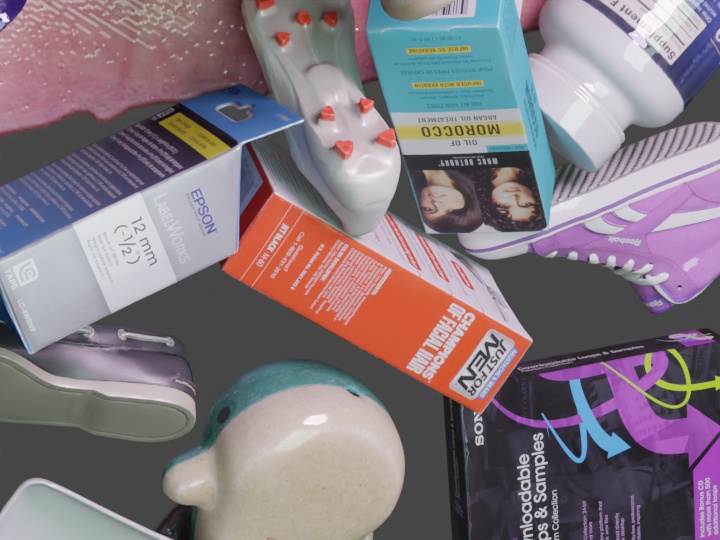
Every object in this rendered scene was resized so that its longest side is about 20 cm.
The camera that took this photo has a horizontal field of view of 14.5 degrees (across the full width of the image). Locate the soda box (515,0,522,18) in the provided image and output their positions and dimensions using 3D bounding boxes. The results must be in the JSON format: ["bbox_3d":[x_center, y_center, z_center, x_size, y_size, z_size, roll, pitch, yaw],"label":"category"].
[{"bbox_3d":[0.065,-0.217,1.750,0.068,0.063,0.201,3,101,-22],"label":"soda box"}]

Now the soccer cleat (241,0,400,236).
[{"bbox_3d":[-0.028,-0.110,1.694,0.069,0.200,0.078,-9,143,-16],"label":"soccer cleat"}]

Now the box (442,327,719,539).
[{"bbox_3d":[0.153,0.126,1.878,0.199,0.036,0.144,-10,105,-18],"label":"box"}]

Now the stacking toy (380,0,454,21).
[{"bbox_3d":[-0.004,-0.233,1.496,0.085,0.085,0.200,-40,108,-9],"label":"stacking toy"}]

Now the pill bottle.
[{"bbox_3d":[0.184,-0.162,1.783,0.200,0.111,0.111,-48,114,-5],"label":"pill bottle"}]

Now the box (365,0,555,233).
[{"bbox_3d":[0.062,-0.100,1.701,0.082,0.049,0.200,-1,144,13],"label":"box"}]

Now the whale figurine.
[{"bbox_3d":[-0.062,0.140,1.776,0.159,0.104,0.200,20,118,-32],"label":"whale figurine"}]

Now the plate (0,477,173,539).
[{"bbox_3d":[-0.167,0.223,1.741,0.199,0.032,0.200,26,119,-22],"label":"plate"}]

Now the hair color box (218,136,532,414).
[{"bbox_3d":[0.000,0.000,1.744,0.200,0.111,0.064,29,105,-24],"label":"hair color box"}]

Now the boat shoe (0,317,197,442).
[{"bbox_3d":[-0.195,0.053,1.725,0.199,0.073,0.063,14,54,-18],"label":"boat shoe"}]

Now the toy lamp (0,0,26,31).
[{"bbox_3d":[-0.274,-0.215,1.623,0.058,0.058,0.200,-41,113,-8],"label":"toy lamp"}]

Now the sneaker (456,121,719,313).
[{"bbox_3d":[0.161,-0.015,1.831,0.200,0.073,0.115,-16,112,-16],"label":"sneaker"}]

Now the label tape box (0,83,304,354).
[{"bbox_3d":[-0.132,-0.036,1.667,0.199,0.143,0.066,-24,110,-12],"label":"label tape box"}]
